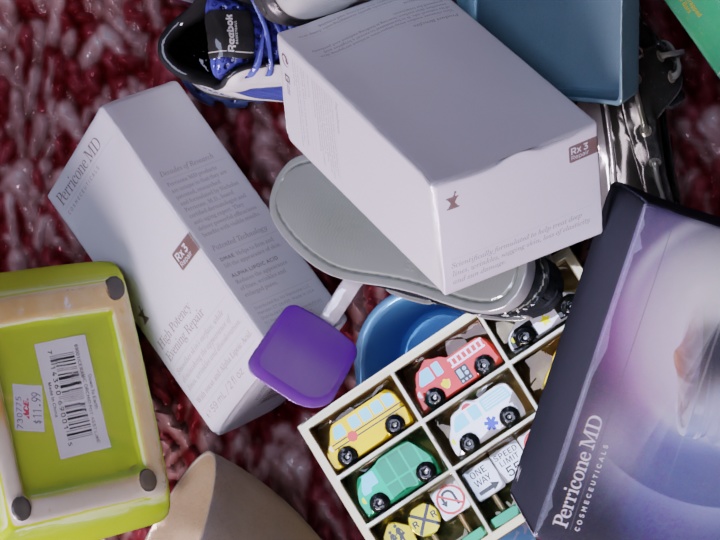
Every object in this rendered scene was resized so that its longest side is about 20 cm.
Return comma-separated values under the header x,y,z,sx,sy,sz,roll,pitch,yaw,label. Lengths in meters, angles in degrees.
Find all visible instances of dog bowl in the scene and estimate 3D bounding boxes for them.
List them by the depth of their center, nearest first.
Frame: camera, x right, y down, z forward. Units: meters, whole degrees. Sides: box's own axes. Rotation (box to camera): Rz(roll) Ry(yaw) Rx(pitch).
x,y,z,sx,sy,sz,roll,pitch,yaw,label
0.050,0.100,1.699,0.111,0.050,0.201,-5,88,22,dog bowl

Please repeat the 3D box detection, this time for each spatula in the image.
x,y,z,sx,sy,sz,roll,pitch,yaw,label
0.000,0.000,1.685,0.056,0.021,0.200,34,67,-2,spatula

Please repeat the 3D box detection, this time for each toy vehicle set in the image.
x,y,z,sx,sy,sz,roll,pitch,yaw,label
0.077,0.092,1.647,0.200,0.027,0.125,-34,83,6,toy vehicle set

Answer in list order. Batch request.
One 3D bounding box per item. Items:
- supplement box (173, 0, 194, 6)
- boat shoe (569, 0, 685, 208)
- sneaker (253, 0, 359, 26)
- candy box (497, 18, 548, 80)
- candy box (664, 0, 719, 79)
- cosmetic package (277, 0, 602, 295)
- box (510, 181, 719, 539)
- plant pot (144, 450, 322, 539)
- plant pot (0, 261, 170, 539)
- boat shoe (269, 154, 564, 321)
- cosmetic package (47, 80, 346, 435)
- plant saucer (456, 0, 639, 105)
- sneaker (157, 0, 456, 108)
x,y,z,sx,sy,sz,roll,pitch,yaw,label
-0.105,-0.243,1.689,0.103,0.200,0.132,-6,87,22,supplement box
0.163,-0.115,1.629,0.063,0.071,0.201,0,116,15,boat shoe
0.023,-0.210,1.637,0.199,0.080,0.074,-32,108,-10,sneaker
0.099,-0.114,1.665,0.026,0.102,0.201,1,90,-22,candy box
0.269,-0.209,1.600,0.200,0.077,0.170,-38,74,16,candy box
0.044,-0.081,1.589,0.200,0.112,0.081,50,153,47,cosmetic package
0.211,0.077,1.555,0.197,0.123,0.201,17,96,-4,box
-0.074,0.231,1.692,0.134,0.200,0.201,25,100,-12,plant pot
-0.238,0.096,1.713,0.181,0.198,0.201,-16,85,41,plant pot
0.032,-0.015,1.643,0.200,0.060,0.076,28,94,35,boat shoe
-0.106,-0.009,1.736,0.200,0.074,0.102,52,136,15,cosmetic package
0.108,-0.135,1.592,0.200,0.019,0.070,11,103,63,plant saucer
-0.042,-0.139,1.705,0.198,0.115,0.081,-4,88,18,sneaker
